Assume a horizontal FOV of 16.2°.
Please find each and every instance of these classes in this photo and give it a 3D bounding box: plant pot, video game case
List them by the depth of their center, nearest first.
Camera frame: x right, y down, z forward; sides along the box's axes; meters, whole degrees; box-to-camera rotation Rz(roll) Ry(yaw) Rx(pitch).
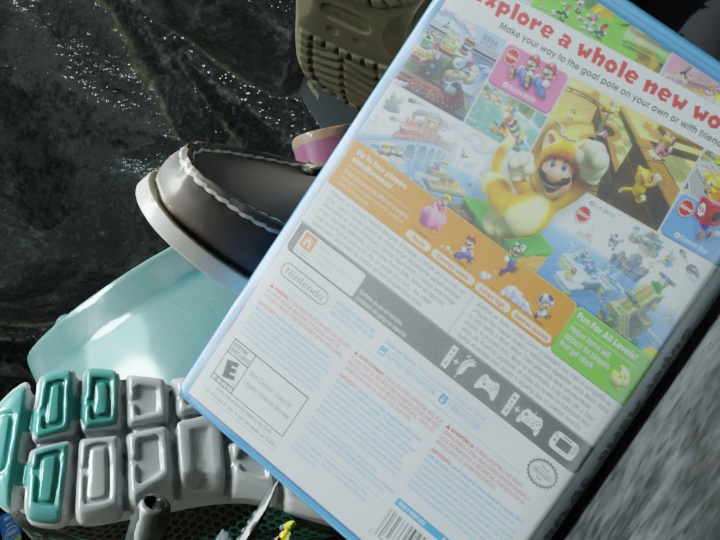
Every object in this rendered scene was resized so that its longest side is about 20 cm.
[{"bbox_3d":[0.042,0.000,0.847,0.200,0.143,0.018,-56,-29,8],"label":"video game case"},{"bbox_3d":[-0.066,0.062,1.132,0.200,0.135,0.200,-32,-5,-3],"label":"plant pot"}]

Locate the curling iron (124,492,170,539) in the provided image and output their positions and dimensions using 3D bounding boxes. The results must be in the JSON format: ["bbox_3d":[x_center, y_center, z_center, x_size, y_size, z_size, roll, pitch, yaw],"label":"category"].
[{"bbox_3d":[-0.098,0.161,0.977,0.050,0.025,0.201,-86,7,-51],"label":"curling iron"}]

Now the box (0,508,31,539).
[{"bbox_3d":[-0.145,0.151,1.217,0.200,0.049,0.161,-29,-61,-49],"label":"box"}]

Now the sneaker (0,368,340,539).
[{"bbox_3d":[-0.049,0.078,0.995,0.091,0.199,0.078,109,162,-65],"label":"sneaker"}]

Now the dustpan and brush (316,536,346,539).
[{"bbox_3d":[-0.037,0.144,1.104,0.199,0.057,0.139,-21,-4,-38],"label":"dustpan and brush"}]

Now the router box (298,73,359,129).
[{"bbox_3d":[0.038,-0.118,1.252,0.200,0.052,0.158,-122,48,-61],"label":"router box"}]

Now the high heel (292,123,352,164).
[{"bbox_3d":[0.000,0.000,1.086,0.067,0.097,0.200,-13,-7,8],"label":"high heel"}]

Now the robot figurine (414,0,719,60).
[{"bbox_3d":[0.102,-0.109,1.070,0.200,0.125,0.150,-57,33,-5],"label":"robot figurine"}]

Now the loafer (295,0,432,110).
[{"bbox_3d":[0.010,-0.145,1.110,0.068,0.076,0.200,-61,-5,-26],"label":"loafer"}]

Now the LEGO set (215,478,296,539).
[{"bbox_3d":[-0.067,0.168,0.916,0.200,0.116,0.154,-57,4,-2],"label":"LEGO set"}]

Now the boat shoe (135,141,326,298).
[{"bbox_3d":[0.011,-0.010,0.938,0.060,0.199,0.072,-51,35,27],"label":"boat shoe"}]
